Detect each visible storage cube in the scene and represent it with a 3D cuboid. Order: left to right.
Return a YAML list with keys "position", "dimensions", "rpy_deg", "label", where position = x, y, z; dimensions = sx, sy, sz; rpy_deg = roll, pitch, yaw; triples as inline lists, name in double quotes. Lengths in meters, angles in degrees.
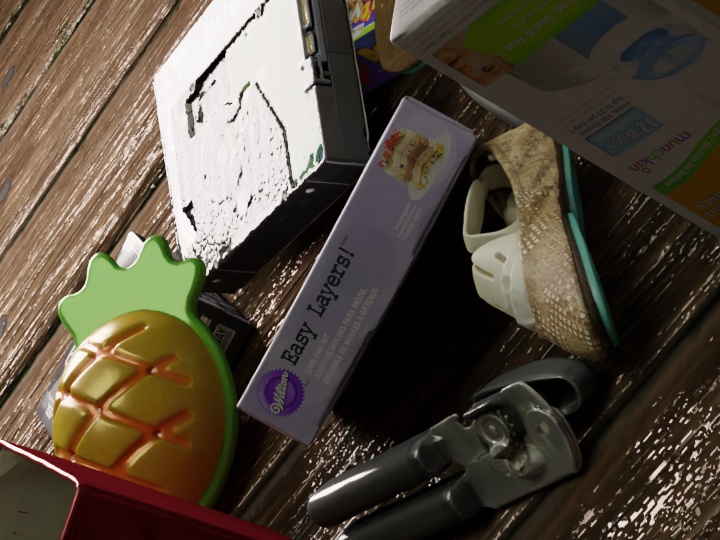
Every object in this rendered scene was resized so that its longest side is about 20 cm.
- position: [-0.121, 0.205, 1.194]
  dimensions: [0.200, 0.179, 0.171]
  rpy_deg: [10, 79, 65]
  label: "storage cube"

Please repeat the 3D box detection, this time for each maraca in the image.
- position: [-0.141, 0.077, 1.456]
  dimensions: [0.137, 0.107, 0.201]
  rpy_deg: [-15, 70, 22]
  label: "maraca"

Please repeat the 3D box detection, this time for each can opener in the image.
- position: [0.051, 0.098, 1.157]
  dimensions: [0.067, 0.053, 0.200]
  rpy_deg: [-38, 4, -39]
  label: "can opener"

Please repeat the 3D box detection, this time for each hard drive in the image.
- position: [-0.060, -0.086, 1.438]
  dimensions: [0.200, 0.038, 0.140]
  rpy_deg: [-43, 50, 52]
  label: "hard drive"

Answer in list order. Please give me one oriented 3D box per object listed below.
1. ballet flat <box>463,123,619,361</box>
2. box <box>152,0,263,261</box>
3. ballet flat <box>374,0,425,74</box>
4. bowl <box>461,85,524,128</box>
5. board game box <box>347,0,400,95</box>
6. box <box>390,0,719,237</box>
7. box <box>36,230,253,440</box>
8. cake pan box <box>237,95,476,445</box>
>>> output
- position: [0.087, -0.010, 1.148]
  dimensions: [0.065, 0.071, 0.200]
  rpy_deg: [-14, 28, 6]
  label: "ballet flat"
- position: [-0.076, -0.112, 1.553]
  dimensions: [0.200, 0.044, 0.161]
  rpy_deg: [-43, 50, 50]
  label: "box"
- position: [0.055, -0.216, 1.347]
  dimensions: [0.200, 0.072, 0.068]
  rpy_deg: [-55, 40, -2]
  label: "ballet flat"
- position: [0.124, -0.177, 1.259]
  dimensions: [0.200, 0.075, 0.200]
  rpy_deg: [-64, 24, -2]
  label: "bowl"
- position: [0.047, -0.207, 1.489]
  dimensions: [0.200, 0.045, 0.135]
  rpy_deg: [-25, 43, 56]
  label: "board game box"
- position: [0.129, -0.118, 1.015]
  dimensions: [0.112, 0.200, 0.102]
  rpy_deg: [-35, 35, 44]
  label: "box"
- position: [-0.158, 0.072, 1.607]
  dimensions: [0.158, 0.050, 0.200]
  rpy_deg: [-61, 23, 4]
  label: "box"
- position: [0.000, 0.000, 1.272]
  dimensions: [0.200, 0.052, 0.184]
  rpy_deg: [-62, -2, 5]
  label: "cake pan box"
